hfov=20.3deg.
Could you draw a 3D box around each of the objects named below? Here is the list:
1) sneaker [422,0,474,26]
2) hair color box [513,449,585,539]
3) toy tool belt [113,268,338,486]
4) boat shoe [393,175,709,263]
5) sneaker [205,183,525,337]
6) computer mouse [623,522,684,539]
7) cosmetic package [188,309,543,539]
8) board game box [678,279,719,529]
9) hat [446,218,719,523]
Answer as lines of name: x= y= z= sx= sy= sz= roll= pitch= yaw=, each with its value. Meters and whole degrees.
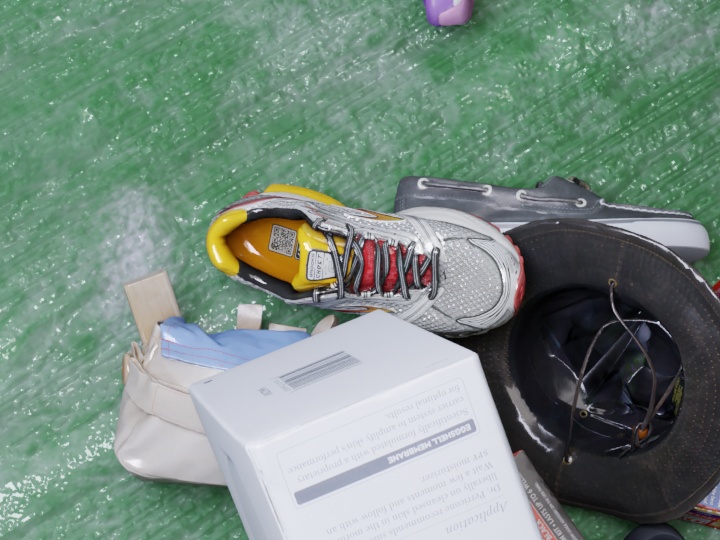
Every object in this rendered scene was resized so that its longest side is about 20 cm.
sneaker: x=0.017 y=-0.242 z=1.285 sx=0.088 sy=0.081 sz=0.201 roll=-15 pitch=72 yaw=-3
hair color box: x=0.039 y=0.203 z=1.167 sx=0.200 sy=0.061 sz=0.102 roll=-36 pitch=86 yaw=-11
toy tool belt: x=-0.043 y=0.066 z=1.170 sx=0.199 sy=0.125 sz=0.124 roll=5 pitch=83 yaw=-5
boat shoe: x=0.117 y=-0.031 z=1.241 sx=0.199 sy=0.069 sz=0.057 roll=0 pitch=75 yaw=-4
sneaker: x=0.000 y=0.000 z=1.179 sx=0.199 sy=0.082 sz=0.078 roll=8 pitch=101 yaw=20
computer mouse: x=0.159 y=0.248 z=1.194 sx=0.058 sy=0.034 sz=0.201 roll=18 pitch=78 yaw=-19
cosmetic package: x=0.014 y=0.141 z=1.019 sx=0.122 sy=0.199 sz=0.201 roll=-21 pitch=100 yaw=-10
board game box: x=0.302 y=0.100 z=1.235 sx=0.199 sy=0.046 sz=0.152 roll=15 pitch=74 yaw=-2
hat: x=0.151 y=0.050 z=1.206 sx=0.201 sy=0.201 sz=0.081 roll=49 pitch=35 yaw=8
